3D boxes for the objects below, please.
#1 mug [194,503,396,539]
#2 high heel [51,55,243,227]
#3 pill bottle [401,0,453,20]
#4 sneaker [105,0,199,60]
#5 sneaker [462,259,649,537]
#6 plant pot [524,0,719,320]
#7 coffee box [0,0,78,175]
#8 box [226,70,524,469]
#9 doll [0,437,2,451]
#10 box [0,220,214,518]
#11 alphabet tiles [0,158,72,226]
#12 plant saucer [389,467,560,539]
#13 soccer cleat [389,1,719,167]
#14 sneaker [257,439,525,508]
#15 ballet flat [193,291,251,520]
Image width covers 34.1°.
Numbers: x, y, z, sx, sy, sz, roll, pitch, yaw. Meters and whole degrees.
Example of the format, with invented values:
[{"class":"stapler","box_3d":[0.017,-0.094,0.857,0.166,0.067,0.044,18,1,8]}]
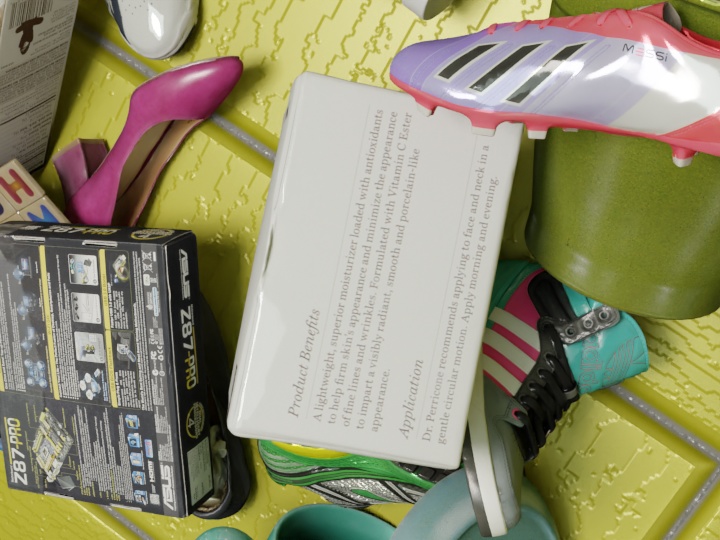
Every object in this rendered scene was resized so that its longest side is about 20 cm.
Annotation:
[{"class":"mug","box_3d":[-0.030,0.251,0.839,0.185,0.152,0.115,35,112,18]},{"class":"high heel","box_3d":[-0.146,-0.079,0.862,0.200,0.067,0.096,-28,80,37]},{"class":"pill bottle","box_3d":[-0.012,-0.252,0.760,0.200,0.104,0.104,41,111,8]},{"class":"sneaker","box_3d":[-0.181,-0.244,0.810,0.079,0.130,0.200,-3,99,21]},{"class":"sneaker","box_3d":[0.124,0.073,0.749,0.120,0.201,0.084,-6,142,11]},{"class":"plant pot","box_3d":[0.183,-0.083,0.689,0.200,0.200,0.194,24,119,14]},{"class":"coffee box","box_3d":[-0.281,-0.161,0.850,0.114,0.080,0.200,38,135,10]},{"class":"box","box_3d":[0.000,0.000,0.718,0.130,0.200,0.200,11,90,-6]},{"class":"doll","box_3d":[-0.272,0.099,0.948,0.199,0.048,0.137,-8,111,28]},{"class":"box","box_3d":[-0.189,0.069,0.842,0.161,0.049,0.201,3,106,21]},{"class":"alphabet tiles","box_3d":[-0.268,-0.003,0.902,0.166,0.006,0.200,-22,115,37]},{"class":"plant saucer","box_3d":[0.077,0.229,0.773,0.027,0.200,0.201,10,105,46]},{"class":"soccer cleat","box_3d":[0.112,-0.100,0.571,0.199,0.067,0.077,14,109,20]},{"class":"sneaker","box_3d":[0.022,0.134,0.849,0.199,0.078,0.085,12,136,12]},{"class":"ballet flat","box_3d":[-0.132,0.097,0.890,0.073,0.073,0.201,-12,96,22]}]
